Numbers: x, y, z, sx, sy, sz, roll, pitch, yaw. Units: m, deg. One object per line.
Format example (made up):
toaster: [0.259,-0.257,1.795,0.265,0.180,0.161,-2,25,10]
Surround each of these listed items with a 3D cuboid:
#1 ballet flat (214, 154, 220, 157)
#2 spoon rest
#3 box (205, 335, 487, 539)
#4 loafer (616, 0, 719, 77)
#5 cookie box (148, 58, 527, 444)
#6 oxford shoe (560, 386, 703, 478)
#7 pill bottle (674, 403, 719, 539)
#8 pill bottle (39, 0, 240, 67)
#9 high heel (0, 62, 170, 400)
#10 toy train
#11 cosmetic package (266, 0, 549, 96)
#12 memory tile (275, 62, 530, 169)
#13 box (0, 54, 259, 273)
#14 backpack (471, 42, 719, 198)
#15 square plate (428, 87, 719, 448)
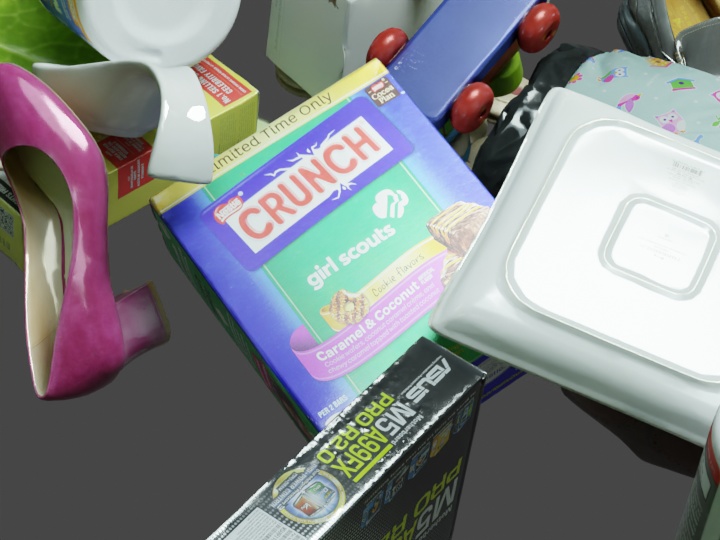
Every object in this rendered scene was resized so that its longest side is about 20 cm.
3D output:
ballet flat: [-0.021,-0.016,1.391,0.199,0.068,0.067,13,63,11]
spoon rest: [-0.136,-0.105,1.338,0.099,0.061,0.200,7,13,-27]
box: [-0.015,0.150,1.144,0.044,0.161,0.200,30,47,22]
loafer: [0.235,-0.144,1.498,0.073,0.072,0.200,-12,49,-22]
cookie box: [0.000,0.000,1.304,0.171,0.075,0.200,-33,66,-12]
oxford shoe: [0.211,0.094,1.306,0.200,0.073,0.071,31,61,-4]
pill bottle: [0.221,0.152,1.151,0.115,0.200,0.116,4,44,-4]
pill bottle: [-0.162,-0.206,1.481,0.112,0.112,0.200,-12,22,-20]
high heel: [-0.193,-0.023,1.306,0.096,0.067,0.201,-28,97,-42]
toy train: [0.091,-0.157,1.438,0.085,0.116,0.200,34,73,18]
cosmetic package: [0.039,-0.198,1.524,0.200,0.108,0.085,-24,53,-31]
memory tile: [0.048,-0.117,1.529,0.153,0.017,0.200,-27,55,-31]
box: [-0.162,-0.076,1.428,0.200,0.050,0.075,-30,55,-34]
backpack: [0.183,-0.057,1.391,0.200,0.127,0.167,22,62,24]
square plate: [0.166,-0.007,1.250,0.199,0.028,0.198,23,57,10]
